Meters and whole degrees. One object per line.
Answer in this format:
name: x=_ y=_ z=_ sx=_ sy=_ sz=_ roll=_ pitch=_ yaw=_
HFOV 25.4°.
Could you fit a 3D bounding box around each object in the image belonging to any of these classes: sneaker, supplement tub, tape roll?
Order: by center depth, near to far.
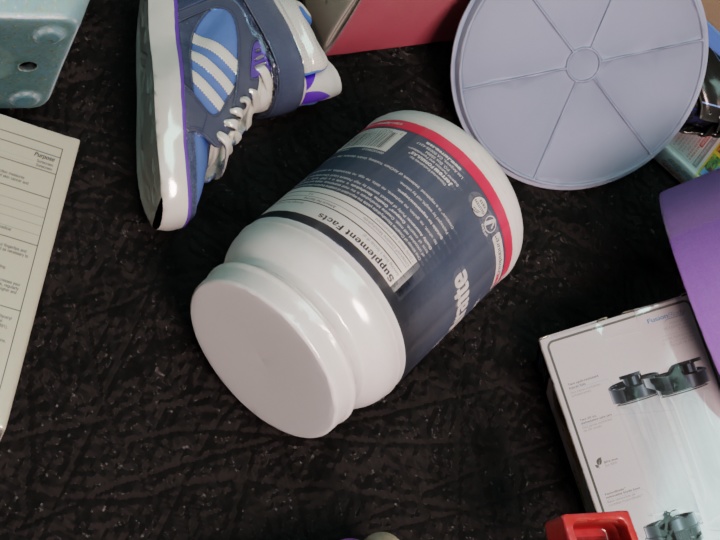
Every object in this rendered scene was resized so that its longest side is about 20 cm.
supplement tub: x=0.000 y=0.000 z=1.047 sx=0.140 sy=0.140 sz=0.200 roll=46 pitch=58 yaw=3
sneaker: x=-0.078 y=-0.116 z=1.102 sx=0.145 sy=0.081 sz=0.201 roll=3 pitch=60 yaw=-17
tape roll: x=0.278 y=0.026 z=1.128 sx=0.201 sy=0.065 sz=0.201 roll=56 pitch=20 yaw=-33
sneaker: x=0.289 y=-0.129 z=1.254 sx=0.199 sy=0.070 sz=0.078 roll=33 pitch=65 yaw=-2

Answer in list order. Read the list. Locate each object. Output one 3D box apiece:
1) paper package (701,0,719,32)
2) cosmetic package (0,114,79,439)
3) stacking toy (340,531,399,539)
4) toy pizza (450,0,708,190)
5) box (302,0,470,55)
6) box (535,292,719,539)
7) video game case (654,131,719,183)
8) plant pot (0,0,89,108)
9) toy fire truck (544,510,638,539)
paper package: x=0.275 y=-0.270 z=1.249 sx=0.199 sy=0.191 sz=0.104 roll=12 pitch=60 yaw=-4
cosmetic package: x=-0.247 y=0.004 z=0.977 sx=0.103 sy=0.073 sz=0.201 roll=18 pitch=60 yaw=-14
stacking toy: x=-0.069 y=0.208 z=0.962 sx=0.199 sy=0.085 sz=0.086 roll=-2 pitch=67 yaw=-18
toy pizza: x=0.162 y=-0.157 z=1.190 sx=0.199 sy=0.201 sz=0.032 roll=14 pitch=20 yaw=-17
box: x=0.055 y=-0.251 z=1.207 sx=0.199 sy=0.109 sz=0.129 roll=-11 pitch=71 yaw=-27
box: x=0.205 y=0.129 z=1.097 sx=0.116 sy=0.060 sz=0.201 roll=-18 pitch=72 yaw=-1
video game case: x=0.328 y=-0.119 z=1.316 sx=0.182 sy=0.023 sz=0.200 roll=42 pitch=56 yaw=0
plant pot: x=-0.254 y=-0.214 z=1.005 sx=0.195 sy=0.196 sz=0.201 roll=-3 pitch=68 yaw=-24
toy fire truck: x=0.135 y=0.261 z=0.981 sx=0.048 sy=0.141 sz=0.201 roll=0 pitch=66 yaw=-23
